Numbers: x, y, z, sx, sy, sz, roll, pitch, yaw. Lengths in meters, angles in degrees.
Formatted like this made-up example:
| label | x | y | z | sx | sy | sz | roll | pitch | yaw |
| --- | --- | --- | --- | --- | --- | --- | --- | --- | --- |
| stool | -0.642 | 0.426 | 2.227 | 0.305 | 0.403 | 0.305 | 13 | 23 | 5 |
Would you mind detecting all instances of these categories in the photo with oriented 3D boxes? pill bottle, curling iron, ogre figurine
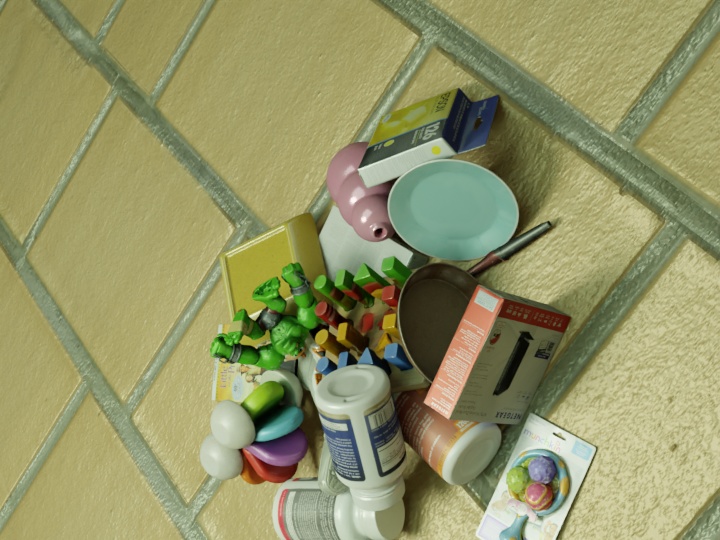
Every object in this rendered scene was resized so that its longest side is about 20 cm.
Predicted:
| label | x | y | z | sx | sy | sz | roll | pitch | yaw |
| --- | --- | --- | --- | --- | --- | --- | --- | --- | --- |
| pill bottle | 0.107 | 0.220 | 1.471 | 0.200 | 0.112 | 0.112 | 40 | 105 | 36 |
| pill bottle | -0.033 | 0.383 | 1.546 | 0.199 | 0.111 | 0.111 | -10 | 74 | 37 |
| pill bottle | 0.007 | 0.248 | 1.426 | 0.111 | 0.111 | 0.201 | 9 | 123 | 39 |
| curling iron | 0.211 | -0.016 | 1.493 | 0.200 | 0.026 | 0.050 | -34 | 24 | 24 |
| ogre figurine | -0.135 | 0.086 | 1.564 | 0.200 | 0.120 | 0.098 | -57 | 33 | -4 |

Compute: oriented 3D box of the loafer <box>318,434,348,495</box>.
| label | x | y | z | sx | sy | sz | roll | pitch | yaw |
| --- | --- | --- | --- | --- | --- | --- | --- | --- | --- |
| loafer | -0.026 | 0.276 | 1.547 | 0.070 | 0.070 | 0.200 | -32 | 21 | 39 |

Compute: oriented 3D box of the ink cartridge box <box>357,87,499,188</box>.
| label | x | y | z | sx | sy | sz | roll | pitch | yaw |
| --- | --- | --- | --- | --- | --- | --- | --- | --- | --- |
| ink cartridge box | 0.107 | -0.218 | 1.515 | 0.199 | 0.047 | 0.198 | -20 | 25 | 24 |

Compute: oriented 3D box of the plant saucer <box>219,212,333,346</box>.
| label | x | y | z | sx | sy | sz | roll | pitch | yaw |
| --- | --- | --- | --- | --- | --- | --- | --- | --- | --- |
| plant saucer | -0.159 | 0.011 | 1.672 | 0.199 | 0.048 | 0.201 | -25 | 58 | 18 |

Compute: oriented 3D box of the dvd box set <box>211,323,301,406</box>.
| label | x | y | z | sx | sy | sz | roll | pitch | yaw |
| --- | --- | --- | --- | --- | --- | --- | --- | --- | --- |
| dvd box set | -0.184 | 0.169 | 1.763 | 0.199 | 0.029 | 0.147 | -1 | 80 | 37 |

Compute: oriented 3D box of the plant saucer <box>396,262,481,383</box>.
| label | x | y | z | sx | sy | sz | roll | pitch | yaw |
| --- | --- | --- | --- | --- | --- | --- | --- | --- | --- |
| plant saucer | 0.127 | 0.088 | 1.439 | 0.034 | 0.200 | 0.201 | -28 | 63 | 49 |

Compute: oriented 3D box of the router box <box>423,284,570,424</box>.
| label | x | y | z | sx | sy | sz | roll | pitch | yaw |
| --- | --- | --- | --- | --- | --- | --- | --- | --- | --- |
| router box | 0.196 | 0.123 | 1.368 | 0.049 | 0.200 | 0.180 | 30 | 100 | 38 |

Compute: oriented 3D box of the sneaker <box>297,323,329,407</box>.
| label | x | y | z | sx | sy | sz | roll | pitch | yaw |
| --- | --- | --- | --- | --- | --- | --- | --- | --- | --- |
| sneaker | -0.064 | 0.182 | 1.625 | 0.200 | 0.075 | 0.092 | -102 | 34 | -52 |

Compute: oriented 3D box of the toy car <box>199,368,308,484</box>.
| label | x | y | z | sx | sy | sz | roll | pitch | yaw |
| --- | --- | --- | --- | --- | --- | --- | --- | --- | --- |
| toy car | -0.156 | 0.274 | 1.609 | 0.150 | 0.175 | 0.200 | 39 | 131 | 19 |

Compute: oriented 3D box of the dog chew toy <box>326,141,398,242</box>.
| label | x | y | z | sx | sy | sz | roll | pitch | yaw |
| --- | --- | --- | --- | --- | --- | --- | --- | --- | --- |
| dog chew toy | 0.013 | -0.121 | 1.587 | 0.125 | 0.124 | 0.200 | -43 | 36 | 23 |

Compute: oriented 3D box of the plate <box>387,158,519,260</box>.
| label | x | y | z | sx | sy | sz | roll | pitch | yaw |
| --- | --- | --- | --- | --- | --- | --- | --- | --- | --- |
| plate | 0.141 | -0.095 | 1.482 | 0.200 | 0.200 | 0.026 | -24 | 35 | 32 |

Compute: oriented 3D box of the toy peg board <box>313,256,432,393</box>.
| label | x | y | z | sx | sy | sz | roll | pitch | yaw |
| --- | --- | --- | --- | --- | --- | --- | --- | --- | --- |
| toy peg board | 0.007 | 0.082 | 1.490 | 0.199 | 0.098 | 0.200 | -15 | 53 | 35 |

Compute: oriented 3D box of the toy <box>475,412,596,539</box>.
| label | x | y | z | sx | sy | sz | roll | pitch | yaw |
| --- | --- | --- | --- | --- | --- | --- | --- | --- | --- |
| toy | 0.240 | 0.317 | 1.387 | 0.115 | 0.047 | 0.201 | 26 | 97 | 37 |

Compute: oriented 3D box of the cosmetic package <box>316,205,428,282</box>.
| label | x | y | z | sx | sy | sz | roll | pitch | yaw |
| --- | --- | --- | --- | --- | --- | --- | --- | --- | --- |
| cosmetic package | 0.000 | 0.000 | 1.642 | 0.200 | 0.052 | 0.151 | 33 | 99 | 37 |
